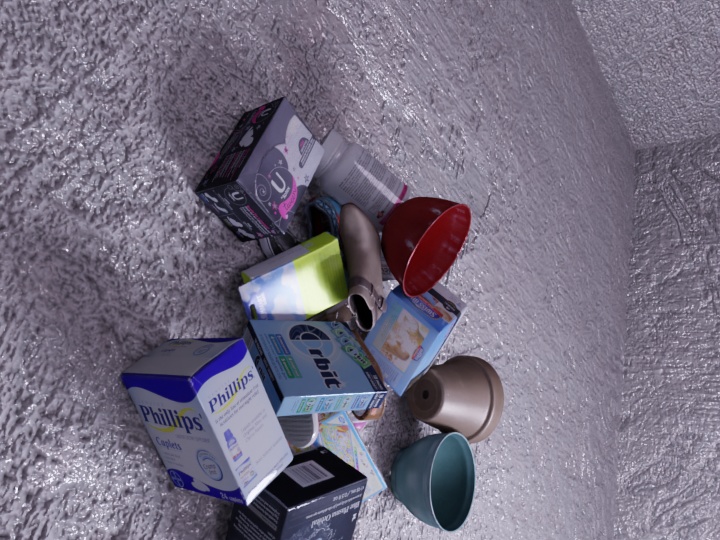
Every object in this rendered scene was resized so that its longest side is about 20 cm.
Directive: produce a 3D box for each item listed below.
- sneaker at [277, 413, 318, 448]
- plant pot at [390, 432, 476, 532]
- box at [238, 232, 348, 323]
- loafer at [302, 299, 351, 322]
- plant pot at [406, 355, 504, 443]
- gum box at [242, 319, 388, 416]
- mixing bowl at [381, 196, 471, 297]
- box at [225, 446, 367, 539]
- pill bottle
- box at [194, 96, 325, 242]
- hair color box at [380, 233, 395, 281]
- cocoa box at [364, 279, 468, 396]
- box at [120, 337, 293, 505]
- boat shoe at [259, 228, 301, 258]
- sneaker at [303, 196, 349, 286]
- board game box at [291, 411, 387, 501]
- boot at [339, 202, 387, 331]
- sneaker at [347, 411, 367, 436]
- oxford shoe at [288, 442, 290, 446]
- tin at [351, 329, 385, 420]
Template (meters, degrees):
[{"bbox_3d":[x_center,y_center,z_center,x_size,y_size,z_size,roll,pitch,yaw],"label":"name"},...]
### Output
[{"bbox_3d":[-0.105,0.210,1.040,0.104,0.075,0.202,32,21,-55],"label":"sneaker"},{"bbox_3d":[0.150,0.456,1.340,0.199,0.132,0.205,9,78,-51],"label":"plant pot"},{"bbox_3d":[-0.119,0.030,1.061,0.198,0.047,0.124,-27,122,-26],"label":"box"},{"bbox_3d":[-0.072,0.101,1.153,0.199,0.072,0.072,-27,106,-49],"label":"loafer"},{"bbox_3d":[0.199,0.290,1.391,0.173,0.198,0.205,14,74,-41],"label":"plant pot"},{"bbox_3d":[-0.076,0.155,1.001,0.197,0.171,0.045,4,125,-36],"label":"gum box"},{"bbox_3d":[0.110,-0.064,1.161,0.199,0.108,0.202,-38,149,-27],"label":"mixing bowl"},{"bbox_3d":[-0.107,0.419,0.984,0.195,0.116,0.204,3,105,-51],"label":"box"},{"bbox_3d":[-0.007,-0.178,1.201,0.199,0.113,0.114,37,54,-14],"label":"pill bottle"},{"bbox_3d":[-0.164,-0.170,1.041,0.132,0.113,0.202,48,51,-36],"label":"box"},{"bbox_3d":[0.029,-0.080,1.319,0.098,0.060,0.205,4,81,-51],"label":"hair color box"},{"bbox_3d":[0.104,0.127,1.253,0.131,0.133,0.202,-31,153,-48],"label":"cocoa box"},{"bbox_3d":[-0.219,0.207,0.865,0.105,0.181,0.203,-36,112,-45],"label":"box"},{"bbox_3d":[-0.114,-0.019,1.120,0.074,0.067,0.201,-53,125,-41],"label":"boat shoe"},{"bbox_3d":[-0.063,-0.043,1.161,0.095,0.078,0.203,-3,71,-67],"label":"sneaker"},{"bbox_3d":[-0.050,0.352,1.115,0.133,0.034,0.203,-28,113,-5],"label":"board game box"},{"bbox_3d":[0.000,0.000,1.089,0.147,0.069,0.202,-75,146,-53],"label":"boot"},{"bbox_3d":[-0.023,0.288,1.195,0.198,0.080,0.090,-14,100,-45],"label":"sneaker"},{"bbox_3d":[-0.185,0.227,1.015,0.202,0.070,0.074,58,18,-27],"label":"oxford shoe"},{"bbox_3d":[-0.009,0.192,1.133,0.041,0.200,0.114,1,116,-25],"label":"tin"}]
